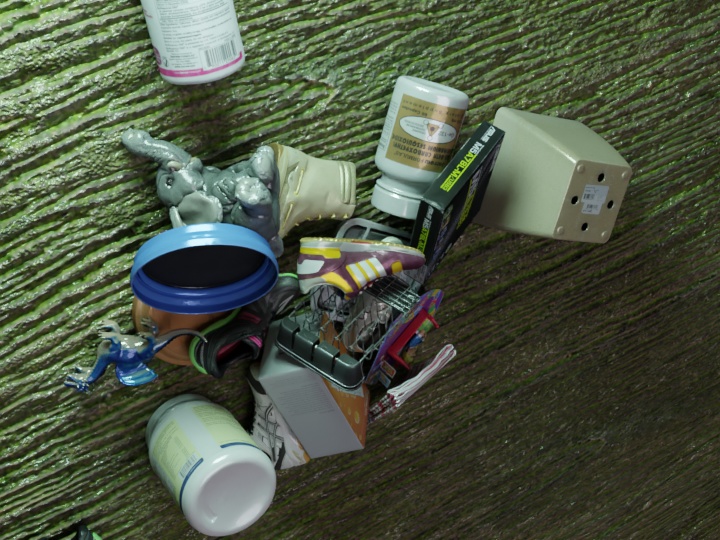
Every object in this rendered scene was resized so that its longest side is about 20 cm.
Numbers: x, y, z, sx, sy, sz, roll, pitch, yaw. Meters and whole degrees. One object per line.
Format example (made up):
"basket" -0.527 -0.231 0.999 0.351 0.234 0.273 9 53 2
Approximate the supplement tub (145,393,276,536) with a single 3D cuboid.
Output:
"supplement tub" -0.229 0.284 1.502 0.145 0.200 0.145 -14 119 -27

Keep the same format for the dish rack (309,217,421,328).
"dish rack" 0.013 0.004 1.626 0.200 0.044 0.172 14 103 -37

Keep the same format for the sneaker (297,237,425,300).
"sneaker" 0.000 0.000 1.490 0.200 0.075 0.090 4 94 -21

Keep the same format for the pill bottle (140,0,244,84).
"pill bottle" -0.218 -0.345 1.258 0.113 0.113 0.200 -23 123 -22

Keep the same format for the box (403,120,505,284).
"box" 0.144 -0.103 1.561 0.193 0.047 0.200 -48 163 -31

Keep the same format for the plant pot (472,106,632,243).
"plant pot" 0.328 -0.140 1.676 0.200 0.177 0.200 4 111 -35

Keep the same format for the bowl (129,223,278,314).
"bowl" -0.212 -0.002 1.368 0.200 0.039 0.201 -8 153 -4

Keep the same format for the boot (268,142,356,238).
"boot" -0.089 -0.078 1.497 0.155 0.073 0.200 9 96 -36

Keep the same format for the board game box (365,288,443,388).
"board game box" 0.088 0.121 1.675 0.158 0.039 0.200 -28 150 -45

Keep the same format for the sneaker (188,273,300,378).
"sneaker" -0.158 0.085 1.482 0.200 0.084 0.077 -44 142 -5

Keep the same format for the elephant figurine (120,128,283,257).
"elephant figurine" -0.213 -0.105 1.374 0.200 0.142 0.155 -3 77 3

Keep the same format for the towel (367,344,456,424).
"towel" 0.071 0.192 1.676 0.146 0.200 0.030 -38 86 -26

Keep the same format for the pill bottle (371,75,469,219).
"pill bottle" 0.084 -0.185 1.534 0.114 0.114 0.200 4 110 -35

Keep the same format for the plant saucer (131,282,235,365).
"plant saucer" -0.238 0.051 1.492 0.200 0.032 0.200 -15 120 -27

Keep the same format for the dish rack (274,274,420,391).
"dish rack" -0.013 0.071 1.502 0.200 0.153 0.055 -44 154 -34

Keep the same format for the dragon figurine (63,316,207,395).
"dragon figurine" -0.320 0.123 1.431 0.200 0.059 0.100 -4 119 -13

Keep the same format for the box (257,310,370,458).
"box" -0.069 0.182 1.588 0.097 0.124 0.200 -14 129 18

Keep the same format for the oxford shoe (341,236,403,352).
"oxford shoe" 0.029 0.044 1.593 0.075 0.058 0.200 13 104 -36

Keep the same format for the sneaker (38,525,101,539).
"sneaker" -0.482 0.447 1.501 0.200 0.077 0.084 -28 104 -20

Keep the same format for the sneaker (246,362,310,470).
"sneaker" -0.152 0.243 1.615 0.088 0.076 0.200 -20 113 3
